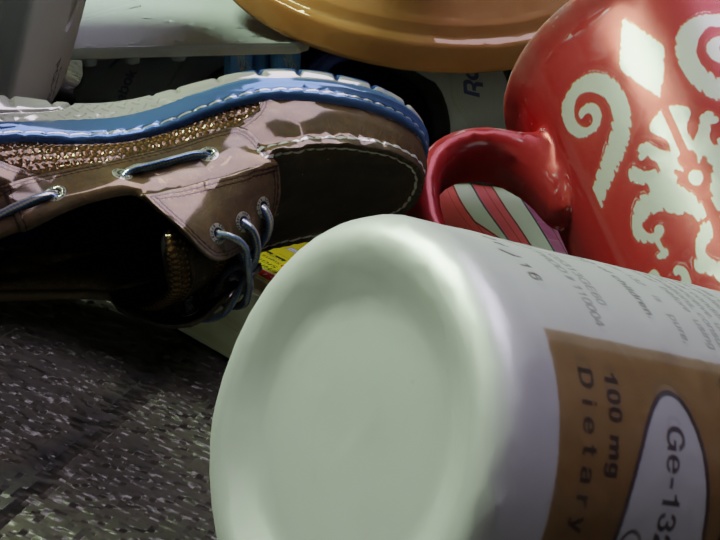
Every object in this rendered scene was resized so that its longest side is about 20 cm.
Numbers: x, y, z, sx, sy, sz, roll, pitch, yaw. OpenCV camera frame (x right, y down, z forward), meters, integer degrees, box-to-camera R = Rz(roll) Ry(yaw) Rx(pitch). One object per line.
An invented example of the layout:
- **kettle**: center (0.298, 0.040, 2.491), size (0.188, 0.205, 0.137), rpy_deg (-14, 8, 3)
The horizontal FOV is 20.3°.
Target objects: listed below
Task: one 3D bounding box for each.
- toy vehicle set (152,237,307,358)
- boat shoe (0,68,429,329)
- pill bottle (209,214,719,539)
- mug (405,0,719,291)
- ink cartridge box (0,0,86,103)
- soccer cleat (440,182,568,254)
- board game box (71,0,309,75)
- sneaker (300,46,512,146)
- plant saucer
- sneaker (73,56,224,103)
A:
- **toy vehicle set**: center (-0.024, 0.010, 0.779), size (0.199, 0.027, 0.124), rpy_deg (28, 16, 23)
- **boat shoe**: center (-0.065, -0.017, 0.694), size (0.198, 0.073, 0.073), rpy_deg (-7, 51, -17)
- **pill bottle**: center (0.068, 0.057, 0.550), size (0.199, 0.115, 0.114), rpy_deg (12, 16, -40)
- **mug**: center (0.124, 0.008, 0.750), size (0.134, 0.177, 0.201), rpy_deg (50, 19, -54)
- **ink cartridge box**: center (-0.207, -0.138, 0.781), size (0.199, 0.147, 0.083), rpy_deg (22, 42, -1)
- **soccer cleat**: center (0.100, 0.012, 0.871), size (0.199, 0.074, 0.068), rpy_deg (20, -22, 13)
- **board game box**: center (-0.141, -0.117, 0.977), size (0.198, 0.026, 0.200), rpy_deg (-3, 19, -13)
- **sneaker**: center (0.000, -0.108, 0.976), size (0.115, 0.081, 0.199), rpy_deg (-12, 38, -38)
- **plant saucer**: center (0.027, -0.158, 0.963), size (0.198, 0.038, 0.201), rpy_deg (5, 34, -3)
- **sneaker**: center (-0.085, -0.105, 1.079), size (0.087, 0.075, 0.200), rpy_deg (20, 11, 12)
